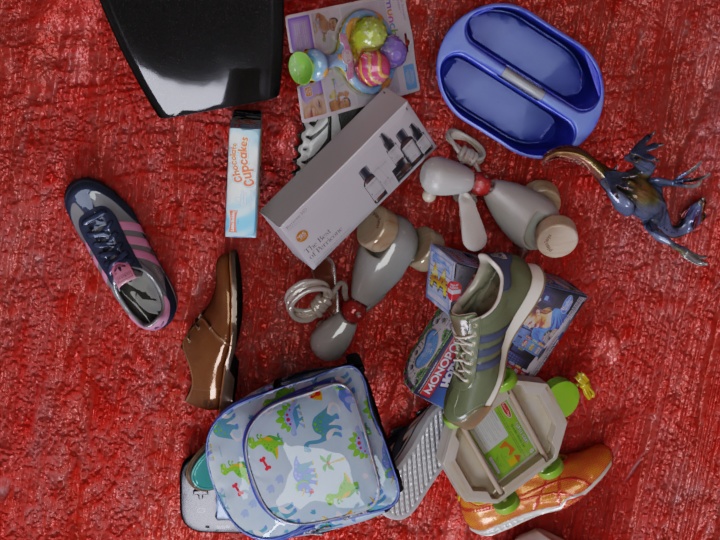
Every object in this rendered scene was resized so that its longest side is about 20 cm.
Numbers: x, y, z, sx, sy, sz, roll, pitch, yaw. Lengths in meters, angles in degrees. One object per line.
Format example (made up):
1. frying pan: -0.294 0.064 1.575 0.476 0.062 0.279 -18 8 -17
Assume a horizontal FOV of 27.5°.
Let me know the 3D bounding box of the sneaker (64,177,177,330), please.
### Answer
1. sneaker: -0.278 -0.019 1.704 0.070 0.082 0.201 -34 100 5

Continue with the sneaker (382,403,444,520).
1. sneaker: 0.076 0.211 1.770 0.200 0.079 0.079 -44 107 -18

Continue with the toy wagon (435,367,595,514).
1. toy wagon: 0.184 0.185 1.712 0.199 0.040 0.156 -36 119 -10

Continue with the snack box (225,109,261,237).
1. snack box: -0.129 -0.111 1.630 0.037 0.200 0.117 2 101 -4

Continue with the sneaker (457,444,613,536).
1. sneaker: 0.212 0.254 1.779 0.199 0.073 0.078 -25 103 3

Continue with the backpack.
1. backpack: -0.069 0.208 1.640 0.199 0.147 0.184 -18 86 2

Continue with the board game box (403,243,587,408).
1. board game box: 0.133 0.063 1.695 0.199 0.062 0.201 30 95 -35

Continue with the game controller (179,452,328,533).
1. game controller: -0.120 0.272 1.788 0.198 0.042 0.105 1 101 -1

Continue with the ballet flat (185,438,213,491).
1. ballet flat: -0.128 0.186 1.748 0.200 0.072 0.068 -39 116 -9

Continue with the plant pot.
1. plant pot: -0.172 -0.277 1.609 0.198 0.200 0.179 -9 112 0

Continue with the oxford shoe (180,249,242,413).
1. oxford shoe: -0.175 0.072 1.734 0.071 0.071 0.202 8 102 1

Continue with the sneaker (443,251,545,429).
1. sneaker: 0.124 0.070 1.614 0.090 0.067 0.201 25 91 -39

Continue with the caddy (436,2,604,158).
1. caddy: 0.179 -0.216 1.666 0.199 0.105 0.142 30 100 -7

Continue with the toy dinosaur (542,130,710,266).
1. toy dinosaur: 0.332 -0.093 1.694 0.199 0.182 0.105 28 81 25

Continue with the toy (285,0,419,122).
1. toy: 0.006 -0.239 1.624 0.199 0.047 0.116 -21 106 -42

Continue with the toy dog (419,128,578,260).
1. toy dog: 0.152 -0.064 1.695 0.199 0.132 0.097 29 120 -3

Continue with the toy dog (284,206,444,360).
1. toy dog: 0.000 0.000 1.711 0.199 0.096 0.132 -37 126 2

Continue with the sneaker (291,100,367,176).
1. sneaker: -0.025 -0.168 1.689 0.090 0.066 0.202 13 97 -3

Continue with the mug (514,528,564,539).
1. mug: 0.221 0.403 1.796 0.149 0.186 0.154 27 91 26

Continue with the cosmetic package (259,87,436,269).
1. cosmetic package: -0.012 -0.102 1.633 0.200 0.051 0.083 -45 131 -7
